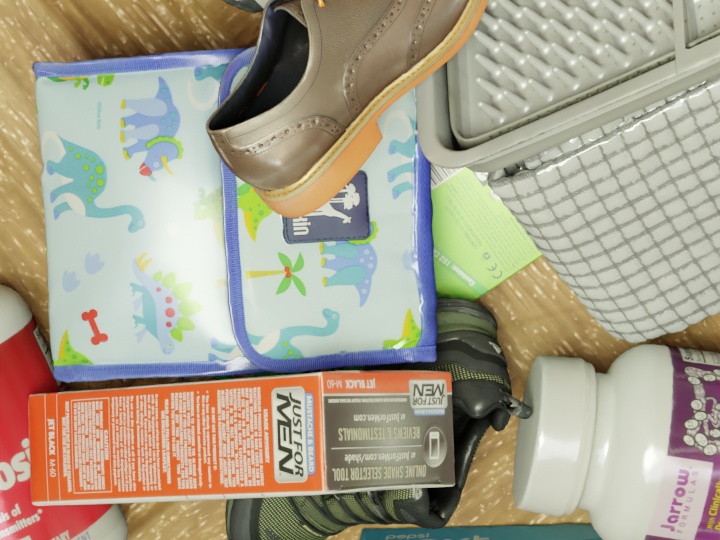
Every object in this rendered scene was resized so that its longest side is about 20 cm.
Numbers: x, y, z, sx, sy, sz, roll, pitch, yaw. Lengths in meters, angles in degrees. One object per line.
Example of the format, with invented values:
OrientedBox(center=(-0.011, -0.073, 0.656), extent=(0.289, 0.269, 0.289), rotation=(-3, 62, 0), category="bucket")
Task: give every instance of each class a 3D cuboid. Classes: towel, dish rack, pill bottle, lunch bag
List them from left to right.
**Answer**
OrientedBox(center=(-0.214, 0.080, 1.502), extent=(0.112, 0.112, 0.200), rotation=(-22, 102, 11), category="pill bottle")
OrientedBox(center=(-0.060, -0.031, 1.435), extent=(0.200, 0.127, 0.170), rotation=(-2, 94, 10), category="lunch bag")
OrientedBox(center=(0.117, -0.137, 1.338), extent=(0.200, 0.172, 0.044), rotation=(-23, 142, 29), category="dish rack")
OrientedBox(center=(0.175, -0.068, 1.408), extent=(0.200, 0.086, 0.166), rotation=(-28, 135, 12), category="towel")
OrientedBox(center=(0.185, 0.099, 1.460), extent=(0.200, 0.112, 0.113), rotation=(8, 106, -4), category="pill bottle")

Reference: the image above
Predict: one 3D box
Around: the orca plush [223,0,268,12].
OrientedBox(center=(-0.056, -0.195, 1.453), extent=(0.200, 0.071, 0.105), rotation=(30, 150, 1), category="orca plush")

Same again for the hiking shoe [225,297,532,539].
OrientedBox(center=(0.004, 0.106, 1.481), extent=(0.076, 0.101, 0.200), rotation=(28, 116, -36), category="hiking shoe")

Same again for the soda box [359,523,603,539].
OrientedBox(center=(0.098, 0.180, 1.522), extent=(0.200, 0.068, 0.064), rotation=(-3, 105, 6), category="soda box")

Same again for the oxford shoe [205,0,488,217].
OrientedBox(center=(0.001, -0.124, 1.343), extent=(0.073, 0.071, 0.200), rotation=(41, 79, -38), category="oxford shoe")

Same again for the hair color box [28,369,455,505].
OrientedBox(center=(-0.063, 0.087, 1.430), extent=(0.200, 0.111, 0.064), rotation=(-4, 86, 37), category="hair color box")

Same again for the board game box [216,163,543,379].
OrientedBox(center=(0.000, 0.000, 1.505), extent=(0.200, 0.030, 0.096), rotation=(-34, 98, 10), category="board game box")
